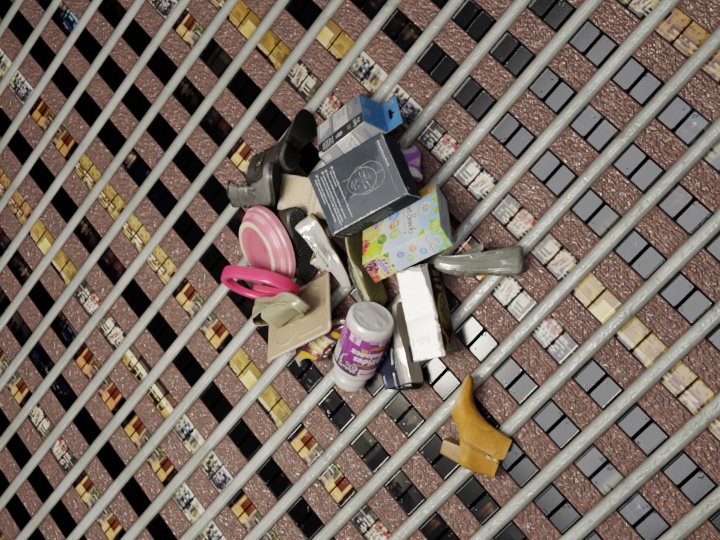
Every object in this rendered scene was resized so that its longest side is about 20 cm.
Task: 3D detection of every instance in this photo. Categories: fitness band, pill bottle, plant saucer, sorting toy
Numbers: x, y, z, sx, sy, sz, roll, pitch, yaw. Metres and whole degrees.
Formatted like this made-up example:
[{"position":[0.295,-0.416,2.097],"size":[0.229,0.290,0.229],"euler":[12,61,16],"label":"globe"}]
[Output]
[{"position":[-0.241,0.035,1.777],"size":[0.196,0.144,0.038],"euler":[7,70,23],"label":"fitness band"},{"position":[0.000,0.178,1.691],"size":[0.111,0.112,0.202],"euler":[34,129,20],"label":"pill bottle"},{"position":[-0.233,-0.054,1.795],"size":[0.199,0.050,0.204],"euler":[34,137,38],"label":"plant saucer"},{"position":[-0.143,0.114,1.777],"size":[0.198,0.036,0.187],"euler":[-31,38,22],"label":"sorting toy"}]

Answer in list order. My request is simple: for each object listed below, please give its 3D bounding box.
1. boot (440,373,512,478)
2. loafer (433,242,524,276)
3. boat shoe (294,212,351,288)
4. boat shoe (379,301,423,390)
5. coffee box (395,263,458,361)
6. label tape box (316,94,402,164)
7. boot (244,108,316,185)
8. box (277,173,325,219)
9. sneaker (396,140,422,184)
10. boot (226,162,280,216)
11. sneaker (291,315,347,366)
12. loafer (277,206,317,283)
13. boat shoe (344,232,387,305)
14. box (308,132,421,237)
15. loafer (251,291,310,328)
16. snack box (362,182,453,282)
[{"position":[0.267,0.342,1.632],"size":[0.142,0.071,0.205],"euler":[17,99,16],"label":"boot"},{"position":[0.259,-0.025,1.628],"size":[0.196,0.070,0.071],"euler":[1,80,4],"label":"loafer"},{"position":[-0.088,-0.035,1.750],"size":[0.069,0.071,0.202],"euler":[-30,105,1],"label":"boat shoe"},{"position":[0.079,0.180,1.710],"size":[0.092,0.074,0.204],"euler":[-21,70,38],"label":"boat shoe"},{"position":[0.149,0.093,1.656],"size":[0.078,0.113,0.204],"euler":[-14,84,21],"label":"coffee box"},{"position":[-0.006,-0.337,1.716],"size":[0.198,0.063,0.145],"euler":[-34,34,19],"label":"label tape box"},{"position":[-0.206,-0.300,1.828],"size":[0.172,0.069,0.202],"euler":[-12,46,45],"label":"boot"},{"position":[-0.093,-0.171,1.783],"size":[0.196,0.077,0.097],"euler":[11,94,23],"label":"box"},{"position":[0.058,-0.261,1.726],"size":[0.196,0.080,0.090],"euler":[11,84,21],"label":"sneaker"},{"position":[-0.259,-0.194,1.772],"size":[0.129,0.201,0.071],"euler":[11,60,0],"label":"boot"},{"position":[-0.079,0.169,1.779],"size":[0.197,0.075,0.092],"euler":[-19,89,28],"label":"sneaker"},{"position":[-0.153,-0.065,1.789],"size":[0.071,0.072,0.203],"euler":[23,130,45],"label":"loafer"},{"position":[0.001,0.000,1.745],"size":[0.066,0.071,0.204],"euler":[-42,63,51],"label":"boat shoe"},{"position":[0.010,-0.185,1.640],"size":[0.198,0.107,0.151],"euler":[-26,81,20],"label":"box"},{"position":[-0.190,0.099,1.750],"size":[0.198,0.075,0.069],"euler":[-12,52,51],"label":"loafer"},{"position":[0.101,-0.086,1.656],"size":[0.197,0.068,0.170],"euler":[-25,35,19],"label":"snack box"}]
